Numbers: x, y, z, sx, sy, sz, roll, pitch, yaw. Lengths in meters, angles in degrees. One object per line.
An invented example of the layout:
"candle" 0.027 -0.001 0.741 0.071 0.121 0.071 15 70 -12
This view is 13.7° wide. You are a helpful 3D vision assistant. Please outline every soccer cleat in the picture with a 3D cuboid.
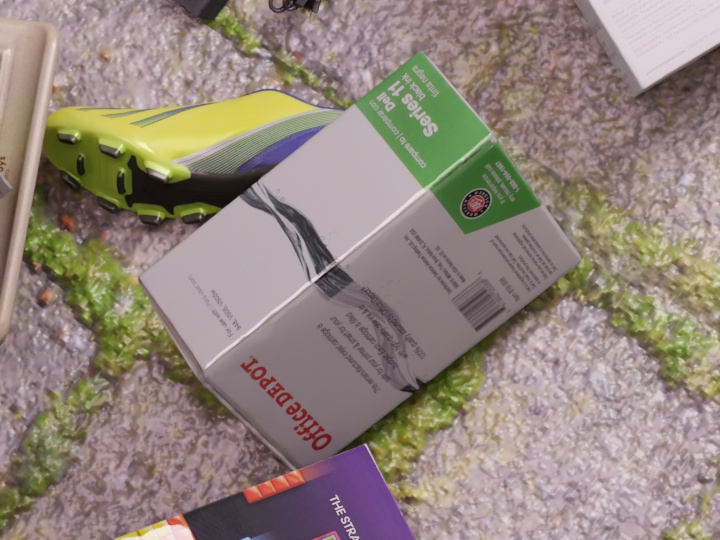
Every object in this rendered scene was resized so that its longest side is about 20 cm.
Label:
"soccer cleat" -0.084 -0.071 1.706 0.200 0.065 0.084 8 51 16

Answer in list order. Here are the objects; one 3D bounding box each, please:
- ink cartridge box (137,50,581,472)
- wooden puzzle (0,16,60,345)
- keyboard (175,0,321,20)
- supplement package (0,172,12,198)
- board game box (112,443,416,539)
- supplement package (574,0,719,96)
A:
"ink cartridge box" 0.000 0.000 1.616 0.200 0.147 0.083 -38 54 1
"wooden puzzle" -0.275 -0.061 1.633 0.200 0.046 0.185 7 81 11
"keyboard" -0.042 -0.226 1.705 0.127 0.021 0.200 43 111 16
"supplement package" -0.295 -0.095 1.541 0.111 0.156 0.200 -41 79 -5
"board game box" -0.028 0.212 1.590 0.165 0.057 0.200 -20 74 -29
"supplement package" 0.145 -0.209 1.632 0.110 0.114 0.200 -31 89 3
